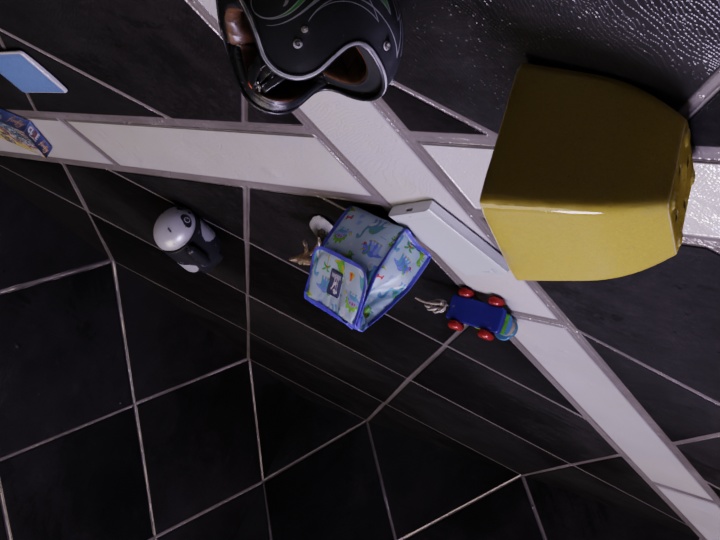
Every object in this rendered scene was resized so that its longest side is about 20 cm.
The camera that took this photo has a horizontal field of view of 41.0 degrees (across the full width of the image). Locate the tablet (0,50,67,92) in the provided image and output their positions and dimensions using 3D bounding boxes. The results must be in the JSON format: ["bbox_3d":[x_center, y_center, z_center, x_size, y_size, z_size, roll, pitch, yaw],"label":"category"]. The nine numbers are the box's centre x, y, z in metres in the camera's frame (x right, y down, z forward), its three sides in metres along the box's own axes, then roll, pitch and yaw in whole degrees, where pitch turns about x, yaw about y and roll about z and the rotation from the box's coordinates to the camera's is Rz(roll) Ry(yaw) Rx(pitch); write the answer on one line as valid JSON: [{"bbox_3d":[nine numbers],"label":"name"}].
[{"bbox_3d":[-0.711,-0.419,2.027,0.199,0.014,0.130,10,156,44],"label":"tablet"}]

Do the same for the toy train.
[{"bbox_3d":[0.220,0.088,1.972,0.198,0.086,0.115,16,174,34],"label":"toy train"}]

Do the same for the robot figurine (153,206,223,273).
[{"bbox_3d":[-0.430,-0.076,2.423,0.149,0.126,0.200,2,152,34],"label":"robot figurine"}]

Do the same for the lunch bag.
[{"bbox_3d":[0.000,0.000,1.780,0.169,0.201,0.127,27,170,46],"label":"lunch bag"}]

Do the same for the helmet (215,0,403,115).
[{"bbox_3d":[-0.049,-0.277,1.087,0.201,0.189,0.201,56,159,34],"label":"helmet"}]

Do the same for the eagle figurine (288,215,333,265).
[{"bbox_3d":[-0.058,-0.022,2.040,0.199,0.150,0.153,0,-122,-56],"label":"eagle figurine"}]

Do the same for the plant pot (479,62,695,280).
[{"bbox_3d":[0.276,-0.102,1.117,0.198,0.196,0.196,8,157,26],"label":"plant pot"}]

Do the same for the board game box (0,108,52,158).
[{"bbox_3d":[-0.895,-0.365,2.444,0.198,0.035,0.136,24,163,15],"label":"board game box"}]

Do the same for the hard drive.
[{"bbox_3d":[0.159,-0.055,1.714,0.199,0.026,0.131,36,162,-24],"label":"hard drive"}]
